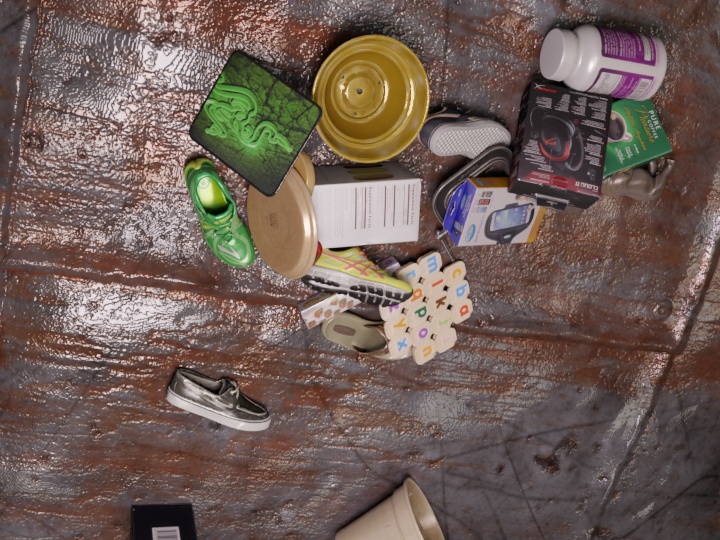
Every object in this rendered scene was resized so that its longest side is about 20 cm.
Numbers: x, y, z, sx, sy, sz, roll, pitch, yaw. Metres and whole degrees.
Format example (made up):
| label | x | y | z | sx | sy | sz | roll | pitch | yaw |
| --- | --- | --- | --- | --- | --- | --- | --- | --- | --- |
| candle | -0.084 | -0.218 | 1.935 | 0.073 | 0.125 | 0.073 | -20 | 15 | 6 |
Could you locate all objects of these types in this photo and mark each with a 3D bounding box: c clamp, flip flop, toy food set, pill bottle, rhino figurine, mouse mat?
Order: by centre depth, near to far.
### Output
| label | x | y | z | sx | sy | sz | roll | pitch | yaw |
| --- | --- | --- | --- | --- | --- | --- | --- | --- | --- |
| mouse mat | -0.167 | -0.230 | 1.385 | 0.162 | 0.199 | 0.008 | -57 | 157 | 10 |
| toy food set | -0.122 | -0.086 | 1.427 | 0.048 | 0.197 | 0.203 | -16 | 87 | -36 |
| pill bottle | 0.413 | -0.358 | 1.525 | 0.197 | 0.112 | 0.114 | 4 | 110 | -18 |
| c clamp | 0.202 | -0.128 | 1.585 | 0.199 | 0.027 | 0.171 | -40 | 136 | 4 |
| flip flop | 0.023 | 0.124 | 1.631 | 0.197 | 0.058 | 0.082 | 17 | 106 | -23 |
| rhino figurine | 0.483 | -0.177 | 1.647 | 0.196 | 0.060 | 0.089 | 5 | 107 | -17 |

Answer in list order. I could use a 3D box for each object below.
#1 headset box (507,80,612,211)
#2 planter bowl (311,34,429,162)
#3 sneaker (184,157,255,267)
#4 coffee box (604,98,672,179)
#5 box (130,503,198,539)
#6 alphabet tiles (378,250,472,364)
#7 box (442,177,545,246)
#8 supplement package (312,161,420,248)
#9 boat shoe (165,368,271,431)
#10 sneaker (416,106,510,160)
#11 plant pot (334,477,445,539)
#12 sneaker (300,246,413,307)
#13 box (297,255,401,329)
| label | x | y | z | sx | sy | sz | roll | pitch | yaw |
| --- | --- | --- | --- | --- | --- | --- | --- | --- | --- |
| headset box | 0.338 | -0.203 | 1.516 | 0.146 | 0.075 | 0.204 | 11 | 77 | -2 |
| planter bowl | 0.007 | -0.285 | 1.450 | 0.197 | 0.084 | 0.204 | -6 | 113 | -15 |
| sneaker | -0.233 | -0.084 | 1.459 | 0.073 | 0.084 | 0.202 | -27 | 117 | -4 |
| coffee box | 0.443 | -0.230 | 1.591 | 0.197 | 0.044 | 0.125 | -22 | 81 | -7 |
| box | -0.359 | 0.567 | 1.619 | 0.121 | 0.200 | 0.202 | 3 | 111 | -18 |
| alphabet tiles | 0.121 | 0.070 | 1.632 | 0.194 | 0.015 | 0.203 | -27 | 119 | -23 |
| box | 0.242 | -0.105 | 1.579 | 0.197 | 0.042 | 0.121 | -6 | 127 | -30 |
| supplement package | -0.009 | -0.112 | 1.498 | 0.196 | 0.114 | 0.111 | -5 | 113 | -16 |
| boat shoe | -0.245 | 0.230 | 1.589 | 0.197 | 0.071 | 0.064 | 21 | 106 | -21 |
| sneaker | 0.175 | -0.237 | 1.528 | 0.198 | 0.079 | 0.079 | 1 | 122 | -43 |
| plant pot | 0.056 | 0.539 | 1.750 | 0.181 | 0.201 | 0.202 | -27 | 117 | 9 |
| sneaker | 0.000 | 0.000 | 1.541 | 0.197 | 0.078 | 0.092 | 16 | 65 | -1 |
| box | -0.017 | 0.039 | 1.596 | 0.198 | 0.042 | 0.039 | -27 | 116 | -4 |
